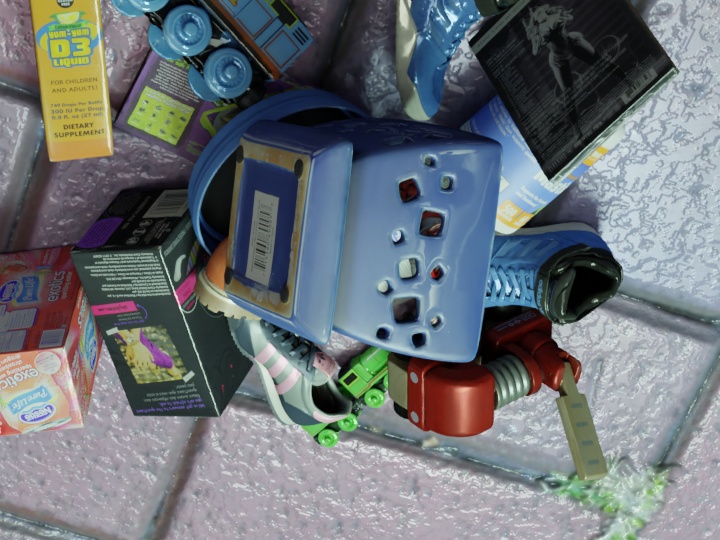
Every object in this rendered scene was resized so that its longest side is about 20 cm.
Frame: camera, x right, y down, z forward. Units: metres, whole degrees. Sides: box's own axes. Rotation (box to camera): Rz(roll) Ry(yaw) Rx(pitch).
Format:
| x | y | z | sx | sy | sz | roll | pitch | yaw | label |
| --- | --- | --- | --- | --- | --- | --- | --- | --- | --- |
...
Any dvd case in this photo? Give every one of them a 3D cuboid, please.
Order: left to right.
| x | y | z | sx | sy | sz | roll | pitch | yaw | label |
| --- | --- | --- | --- | --- | --- | --- | --- | --- | --- |
| 0.187 | -0.192 | 1.534 | 0.149 | 0.200 | 0.016 | -43 | 137 | 21 | dvd case |

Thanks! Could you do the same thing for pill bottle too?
| x | y | z | sx | sy | sz | roll | pitch | yaw | label |
| --- | --- | --- | --- | --- | --- | --- | --- | --- | --- |
| 0.179 | -0.137 | 1.608 | 0.200 | 0.112 | 0.112 | -41 | 113 | 20 | pill bottle |

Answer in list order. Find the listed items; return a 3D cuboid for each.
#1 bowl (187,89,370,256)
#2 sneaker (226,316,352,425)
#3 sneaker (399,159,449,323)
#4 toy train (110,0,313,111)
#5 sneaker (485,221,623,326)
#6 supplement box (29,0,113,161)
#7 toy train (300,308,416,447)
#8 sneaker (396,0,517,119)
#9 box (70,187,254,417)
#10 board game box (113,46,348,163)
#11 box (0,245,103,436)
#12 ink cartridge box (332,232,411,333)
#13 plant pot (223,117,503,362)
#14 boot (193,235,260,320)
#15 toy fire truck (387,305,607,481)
| x | y | z | sx | sy | sz | roll | pitch | yaw | label |
| --- | --- | --- | --- | --- | --- | --- | --- | --- | --- |
| -0.072 | -0.087 | 1.616 | 0.200 | 0.039 | 0.201 | -22 | 141 | -19 | bowl |
| -0.068 | 0.078 | 1.709 | 0.082 | 0.070 | 0.200 | 0 | 136 | 28 | sneaker |
| 0.072 | -0.044 | 1.611 | 0.067 | 0.108 | 0.202 | -10 | 79 | -11 | sneaker |
| -0.141 | -0.240 | 1.549 | 0.114 | 0.087 | 0.200 | -47 | 107 | -13 | toy train |
| 0.159 | 0.009 | 1.669 | 0.199 | 0.111 | 0.077 | -8 | 115 | -12 | sneaker |
| -0.270 | -0.204 | 1.575 | 0.066 | 0.069 | 0.201 | -6 | 124 | -8 | supplement box |
| 0.012 | 0.111 | 1.791 | 0.056 | 0.042 | 0.200 | 44 | 110 | -11 | toy train |
| 0.092 | -0.231 | 1.560 | 0.111 | 0.077 | 0.201 | 4 | 114 | 11 | sneaker |
| -0.186 | 0.032 | 1.678 | 0.106 | 0.122 | 0.201 | -1 | 123 | 25 | box |
| -0.123 | -0.151 | 1.643 | 0.199 | 0.032 | 0.120 | 25 | 121 | -16 | board game box |
| -0.315 | 0.066 | 1.664 | 0.102 | 0.200 | 0.095 | -6 | 120 | 2 | box |
| 0.000 | 0.000 | 1.728 | 0.199 | 0.037 | 0.095 | -23 | 119 | 14 | ink cartridge box |
| -0.008 | -0.034 | 1.490 | 0.179 | 0.200 | 0.201 | 2 | 100 | -31 | plant pot |
| -0.053 | -0.008 | 1.627 | 0.199 | 0.075 | 0.108 | 4 | 122 | -41 | boot |
| 0.147 | 0.125 | 1.684 | 0.176 | 0.200 | 0.129 | -22 | 126 | -32 | toy fire truck |
